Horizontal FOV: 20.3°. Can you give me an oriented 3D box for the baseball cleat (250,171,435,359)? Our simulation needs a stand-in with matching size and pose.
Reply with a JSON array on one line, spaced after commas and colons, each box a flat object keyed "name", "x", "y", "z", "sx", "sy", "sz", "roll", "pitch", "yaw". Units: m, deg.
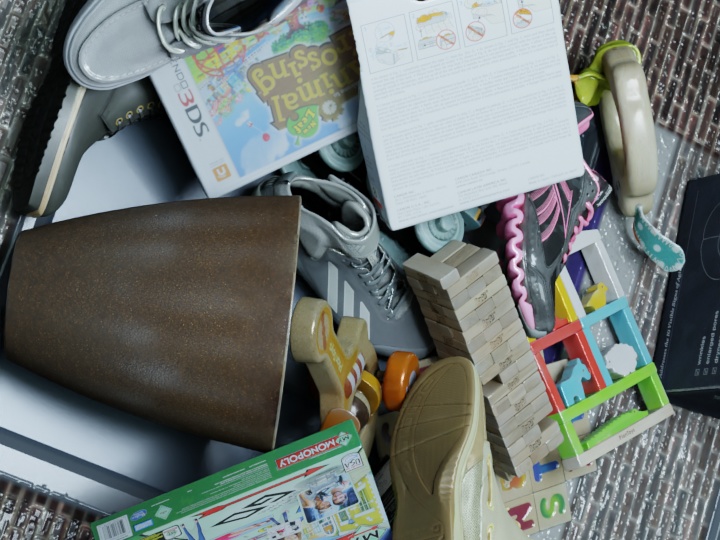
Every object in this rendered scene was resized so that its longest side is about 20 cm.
[{"name": "baseball cleat", "x": 0.000, "y": 0.000, "z": 1.554, "sx": 0.200, "sy": 0.106, "sz": 0.070, "roll": 39, "pitch": 65, "yaw": -20}]

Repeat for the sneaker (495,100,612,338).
[{"name": "sneaker", "x": 0.153, "y": -0.047, "z": 1.585, "sx": 0.095, "sy": 0.079, "sz": 0.202, "roll": 0, "pitch": 78, "yaw": -5}]

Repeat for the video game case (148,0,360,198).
[{"name": "video game case", "x": -0.060, "y": -0.172, "z": 1.477, "sx": 0.199, "sy": 0.022, "sz": 0.183, "roll": -25, "pitch": 114, "yaw": -2}]

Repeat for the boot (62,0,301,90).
[{"name": "boot", "x": -0.119, "y": -0.183, "z": 1.396, "sx": 0.199, "sy": 0.096, "sz": 0.074, "roll": -33, "pitch": 114, "yaw": 3}]

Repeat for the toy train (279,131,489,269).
[{"name": "toy train", "x": 0.022, "y": -0.088, "z": 1.591, "sx": 0.200, "sy": 0.085, "sz": 0.114, "roll": 39, "pitch": 60, "yaw": -18}]

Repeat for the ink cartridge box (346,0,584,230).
[{"name": "ink cartridge box", "x": 0.072, "y": -0.145, "z": 1.489, "sx": 0.161, "sy": 0.050, "sz": 0.201, "roll": -16, "pitch": 113, "yaw": -9}]

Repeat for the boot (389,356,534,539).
[{"name": "boot", "x": 0.093, "y": 0.182, "z": 1.529, "sx": 0.155, "sy": 0.072, "sz": 0.201, "roll": 36, "pitch": 47, "yaw": -44}]

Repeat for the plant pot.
[{"name": "plant pot", "x": -0.151, "y": 0.028, "z": 1.447, "sx": 0.198, "sy": 0.187, "sz": 0.189, "roll": 7, "pitch": 81, "yaw": -3}]

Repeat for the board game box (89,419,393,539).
[{"name": "board game box", "x": -0.081, "y": 0.192, "z": 1.454, "sx": 0.199, "sy": 0.029, "sz": 0.135, "roll": -22, "pitch": 138, "yaw": -3}]

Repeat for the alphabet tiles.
[{"name": "alphabet tiles", "x": 0.104, "y": 0.142, "z": 1.634, "sx": 0.199, "sy": 0.006, "sz": 0.168, "roll": -15, "pitch": 100, "yaw": -27}]

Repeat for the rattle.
[{"name": "rattle", "x": 0.188, "y": -0.082, "z": 1.679, "sx": 0.142, "sy": 0.130, "sz": 0.201, "roll": -17, "pitch": 119, "yaw": -16}]

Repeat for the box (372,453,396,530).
[{"name": "box", "x": 0.020, "y": 0.269, "z": 1.558, "sx": 0.200, "sy": 0.050, "sz": 0.158, "roll": -50, "pitch": 114, "yaw": -21}]

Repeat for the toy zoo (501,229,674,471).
[{"name": "toy zoo", "x": 0.177, "y": 0.049, "z": 1.659, "sx": 0.131, "sy": 0.020, "sz": 0.201, "roll": -23, "pitch": 90, "yaw": -42}]

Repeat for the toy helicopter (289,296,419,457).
[{"name": "toy helicopter", "x": -0.022, "y": 0.088, "z": 1.484, "sx": 0.078, "sy": 0.200, "sz": 0.133, "roll": 7, "pitch": 64, "yaw": 18}]

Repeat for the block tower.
[{"name": "block tower", "x": 0.099, "y": 0.069, "z": 1.573, "sx": 0.058, "sy": 0.054, "sz": 0.201, "roll": -36, "pitch": 120, "yaw": -23}]

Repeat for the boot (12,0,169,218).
[{"name": "boot", "x": -0.170, "y": -0.115, "z": 1.502, "sx": 0.138, "sy": 0.077, "sz": 0.201, "roll": 25, "pitch": 76, "yaw": -27}]

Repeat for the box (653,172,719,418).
[{"name": "box", "x": 0.357, "y": 0.020, "z": 1.679, "sx": 0.123, "sy": 0.196, "sz": 0.202, "roll": 18, "pitch": 77, "yaw": -25}]
